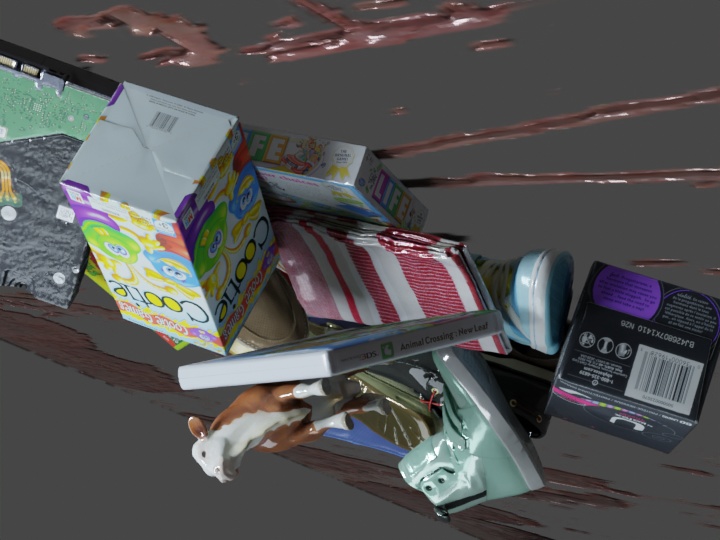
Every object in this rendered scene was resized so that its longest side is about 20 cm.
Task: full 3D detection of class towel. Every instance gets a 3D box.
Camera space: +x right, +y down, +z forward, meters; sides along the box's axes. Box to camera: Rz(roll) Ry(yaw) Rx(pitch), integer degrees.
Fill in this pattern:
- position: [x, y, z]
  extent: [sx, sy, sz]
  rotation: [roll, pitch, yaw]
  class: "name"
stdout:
- position: [0.018, 0.011, 1.439]
  extent: [0.200, 0.023, 0.144]
  rotation: [11, 148, 32]
  class: "towel"

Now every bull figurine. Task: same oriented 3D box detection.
- position: [-0.052, 0.116, 1.430]
  extent: [0.121, 0.065, 0.200]
  rotation: [-14, -173, 29]
  class: "bull figurine"

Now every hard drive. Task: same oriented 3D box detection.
- position: [-0.272, -0.079, 1.402]
  extent: [0.139, 0.200, 0.038]
  rotation: [19, -150, -2]
  class: "hard drive"

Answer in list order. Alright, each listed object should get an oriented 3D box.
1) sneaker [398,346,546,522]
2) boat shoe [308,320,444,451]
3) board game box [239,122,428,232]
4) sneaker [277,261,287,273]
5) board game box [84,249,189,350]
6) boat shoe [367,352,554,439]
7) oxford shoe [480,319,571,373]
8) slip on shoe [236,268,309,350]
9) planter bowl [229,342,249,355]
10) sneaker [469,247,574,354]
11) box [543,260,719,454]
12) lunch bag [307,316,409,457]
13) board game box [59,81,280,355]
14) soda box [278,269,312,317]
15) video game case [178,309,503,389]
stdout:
- position: [0.078, 0.146, 1.553]
  extent: [0.118, 0.074, 0.201]
  rotation: [-23, 126, 10]
  class: "sneaker"
- position: [0.000, 0.100, 1.681]
  extent: [0.200, 0.063, 0.073]
  rotation: [28, 134, 23]
  class: "boat shoe"
- position: [-0.060, -0.076, 1.413]
  extent: [0.200, 0.034, 0.134]
  rotation: [13, 167, 27]
  class: "board game box"
- position: [0.000, 0.000, 1.553]
  extent: [0.200, 0.079, 0.079]
  rotation: [19, 174, 7]
  class: "sneaker"
- position: [-0.199, -0.036, 1.499]
  extent: [0.200, 0.102, 0.048]
  rotation: [41, 146, -14]
  class: "board game box"
- position: [0.086, 0.104, 1.609]
  extent: [0.201, 0.063, 0.074]
  rotation: [17, 160, -12]
  class: "boat shoe"
- position: [0.121, 0.053, 1.641]
  extent: [0.199, 0.073, 0.084]
  rotation: [5, 161, 12]
  class: "oxford shoe"
- position: [-0.118, -0.004, 1.595]
  extent: [0.200, 0.076, 0.061]
  rotation: [55, 166, -1]
  class: "slip on shoe"
- position: [-0.117, 0.035, 1.831]
  extent: [0.200, 0.084, 0.200]
  rotation: [35, 167, 9]
  class: "planter bowl"
- position: [0.110, 0.017, 1.461]
  extent: [0.130, 0.080, 0.200]
  rotation: [16, 167, 10]
  class: "sneaker"
- position: [0.231, 0.079, 1.477]
  extent: [0.122, 0.106, 0.200]
  rotation: [18, 169, 8]
  class: "box"
- position: [0.040, 0.100, 1.766]
  extent: [0.200, 0.133, 0.136]
  rotation: [12, -158, 25]
  class: "lunch bag"
- position: [-0.144, -0.037, 1.368]
  extent: [0.105, 0.103, 0.200]
  rotation: [18, 153, 19]
  class: "board game box"
- position: [-0.121, 0.003, 1.660]
  extent: [0.199, 0.068, 0.064]
  rotation: [4, 170, -9]
  class: "soda box"
- position: [-0.017, 0.063, 1.386]
  extent: [0.182, 0.022, 0.200]
  rotation: [-12, -178, -40]
  class: "video game case"
